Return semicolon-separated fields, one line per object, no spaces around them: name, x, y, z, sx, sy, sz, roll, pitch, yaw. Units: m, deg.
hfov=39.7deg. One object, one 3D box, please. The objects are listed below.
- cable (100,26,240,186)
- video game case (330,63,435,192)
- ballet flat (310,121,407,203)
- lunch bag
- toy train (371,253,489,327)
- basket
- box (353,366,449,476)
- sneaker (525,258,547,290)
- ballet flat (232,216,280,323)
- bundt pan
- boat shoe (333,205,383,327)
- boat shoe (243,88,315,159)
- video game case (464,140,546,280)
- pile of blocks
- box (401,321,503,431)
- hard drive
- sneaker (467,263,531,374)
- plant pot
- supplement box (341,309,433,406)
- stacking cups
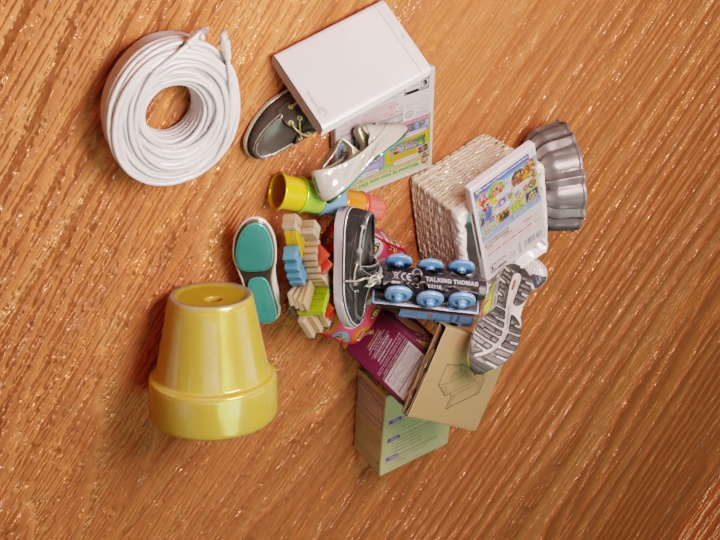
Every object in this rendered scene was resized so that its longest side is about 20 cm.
cable;-0.252;-0.215;1.325;0.198;0.069;0.203;-30;135;-21
video game case;0.037;-0.221;1.608;0.197;0.022;0.185;-24;131;-28
ballet flat;-0.002;-0.184;1.531;0.200;0.069;0.070;-44;140;-27
lunch bag;-0.028;0.016;1.671;0.175;0.082;0.202;23;102;-46
toy train;0.109;0.035;1.634;0.195;0.088;0.115;5;151;-4
basket;0.205;-0.098;1.737;0.196;0.160;0.203;-31;135;-20
box;0.085;0.264;1.932;0.173;0.096;0.203;-19;130;-30
sneaker;0.280;0.010;1.878;0.128;0.196;0.081;-2;80;-53
ballet flat;-0.158;-0.011;1.546;0.069;0.069;0.203;-26;132;-25
bundt pan;0.337;-0.165;1.797;0.074;0.204;0.205;-9;128;-6
boat shoe;0.001;-0.001;1.560;0.073;0.067;0.204;-34;129;-59
boat shoe;-0.085;-0.232;1.464;0.201;0.060;0.072;-43;138;-9
video game case;0.242;-0.096;1.642;0.142;0.018;0.202;-35;135;-19
pile of blocks;-0.074;0.010;1.545;0.082;0.061;0.204;-54;136;-56
box;0.167;0.184;1.703;0.198;0.021;0.166;19;95;-46
hard drive;-0.012;-0.296;1.441;0.198;0.133;0.027;-31;170;-20
sneaker;0.227;0.092;1.674;0.202;0.077;0.090;-61;-176;-26
plant pot;-0.223;0.127;1.508;0.198;0.199;0.193;-11;111;-35
supplement box;0.081;0.155;1.775;0.130;0.200;0.104;22;104;-47
stacking cups;-0.046;-0.107;1.560;0.197;0.061;0.061;9;113;-33
